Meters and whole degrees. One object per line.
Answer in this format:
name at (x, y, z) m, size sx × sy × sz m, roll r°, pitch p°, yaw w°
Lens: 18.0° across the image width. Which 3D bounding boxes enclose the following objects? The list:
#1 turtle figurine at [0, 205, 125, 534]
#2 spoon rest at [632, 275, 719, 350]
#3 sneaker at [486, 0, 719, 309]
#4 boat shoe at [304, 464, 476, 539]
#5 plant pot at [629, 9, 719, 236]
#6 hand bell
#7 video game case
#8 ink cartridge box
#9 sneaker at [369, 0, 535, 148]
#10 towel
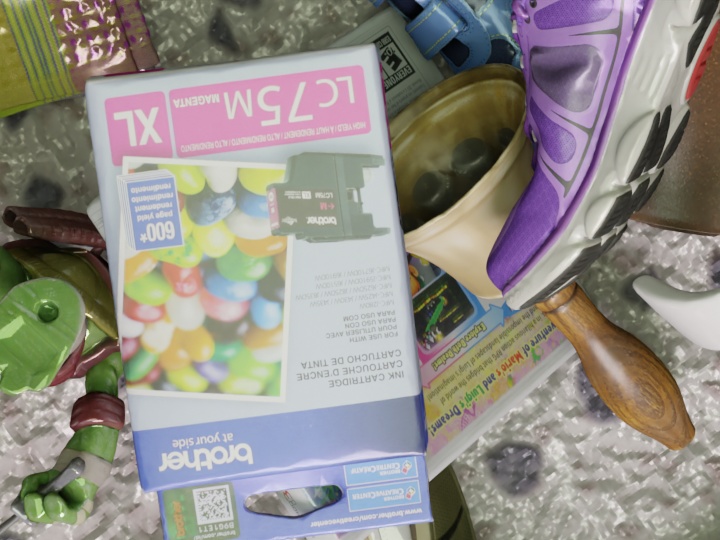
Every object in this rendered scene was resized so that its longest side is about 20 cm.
turtle figurine at (-0.171, 0.044, 0.982) m, size 0.200 × 0.194 × 0.144 m, roll -12°, pitch 75°, yaw -2°
spoon rest at (0.196, -0.046, 0.892) m, size 0.099 × 0.061 × 0.200 m, roll 39°, pitch 96°, yaw -25°
sneaker at (0.090, -0.081, 0.903) m, size 0.083 × 0.081 × 0.200 m, roll 25°, pitch 108°, yaw 16°
boat shoe at (0.007, 0.109, 1.061) m, size 0.068 × 0.075 × 0.200 m, roll -14°, pitch 89°, yaw 18°
plant pot at (0.176, -0.123, 0.987) m, size 0.200 × 0.200 × 0.199 m, roll 3°, pitch 103°, yaw 0°
hand bell at (0.090, 0.014, 1.014) m, size 0.104 × 0.104 × 0.200 m, roll -41°, pitch 117°, yaw 3°
video game case at (0.000, 0.000, 1.011) m, size 0.200 × 0.024 × 0.182 m, roll -37°, pitch 96°, yaw -39°
ink cartridge box at (-0.039, 0.014, 0.921) m, size 0.119 × 0.042 × 0.200 m, roll -7°, pitch 97°, yaw 2°
sneaker at (0.029, -0.138, 1.029) m, size 0.082 × 0.074 × 0.200 m, roll -24°, pitch 86°, yaw -18°
towel at (-0.183, -0.150, 1.017) m, size 0.143 × 0.023 × 0.200 m, roll -15°, pitch 123°, yaw 3°
